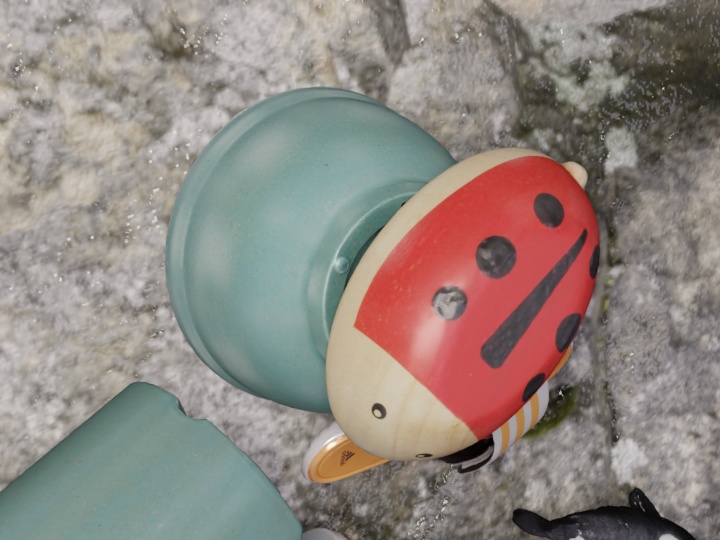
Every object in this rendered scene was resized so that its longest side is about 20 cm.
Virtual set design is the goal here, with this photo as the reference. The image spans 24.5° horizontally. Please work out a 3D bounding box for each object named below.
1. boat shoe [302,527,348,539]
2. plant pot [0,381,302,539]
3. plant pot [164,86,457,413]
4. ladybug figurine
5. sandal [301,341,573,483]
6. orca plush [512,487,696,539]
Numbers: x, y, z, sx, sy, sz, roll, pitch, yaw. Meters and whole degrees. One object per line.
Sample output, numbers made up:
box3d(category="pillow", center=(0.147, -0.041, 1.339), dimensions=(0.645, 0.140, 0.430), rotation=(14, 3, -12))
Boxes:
box3d(category="boat shoe", center=(-0.050, 0.265, 1.062), dimensions=(0.086, 0.075, 0.203), rotation=(34, 87, -31))
box3d(category="plant pot", center=(-0.144, 0.181, 0.930), dimensions=(0.196, 0.200, 0.201), rotation=(-46, 120, -22))
box3d(category="plant pot", center=(0.000, 0.000, 0.988), dimensions=(0.199, 0.134, 0.202), rotation=(-8, 107, -27))
box3d(category="ladybug figurine", center=(0.066, 0.020, 0.909), dimensions=(0.136, 0.072, 0.201), rotation=(40, 81, -31))
box3d(category="sandal", center=(0.060, 0.106, 1.075), dimensions=(0.205, 0.059, 0.079), rotation=(-23, 150, -22))
box3d(category="orca plush", center=(0.190, 0.194, 1.202), dimensions=(0.199, 0.072, 0.105), rotation=(20, 137, -28))
